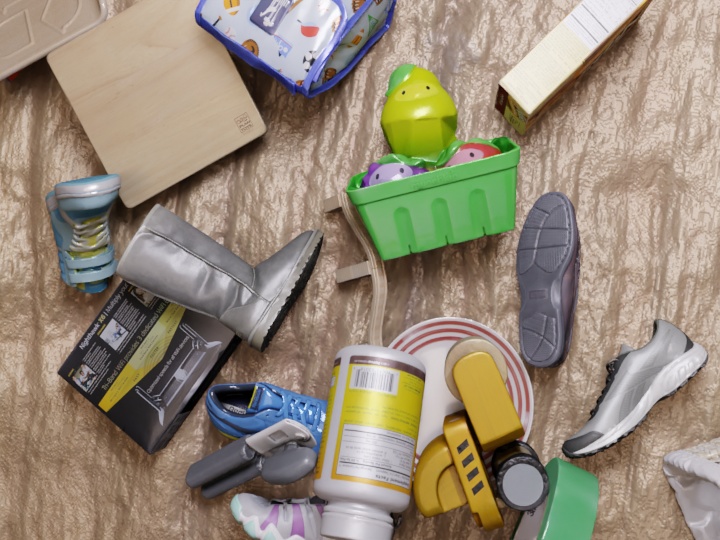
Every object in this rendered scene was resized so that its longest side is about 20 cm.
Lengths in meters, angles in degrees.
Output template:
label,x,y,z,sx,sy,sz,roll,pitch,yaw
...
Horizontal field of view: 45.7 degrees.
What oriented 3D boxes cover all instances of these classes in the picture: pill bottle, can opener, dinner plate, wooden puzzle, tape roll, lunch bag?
label,x,y,z,sx,sy,sz,roll,pitch,yaw
pill bottle,0.009,0.193,0.940,0.106,0.110,0.205,8,71,7
can opener,-0.130,0.223,0.985,0.198,0.067,0.053,-28,121,35
dinner plate,0.107,0.158,1.019,0.195,0.024,0.206,0,87,6
wooden puzzle,-0.404,-0.327,1.069,0.197,0.046,0.188,-28,60,9
tape roll,0.193,0.304,0.913,0.047,0.200,0.204,23,90,7
lunch bag,-0.069,-0.306,0.979,0.168,0.125,0.201,34,62,9

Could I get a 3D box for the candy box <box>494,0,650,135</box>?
label,x,y,z,sx,sy,sz,roll,pitch,yaw
candy box,0.243,-0.253,0.977,0.200,0.115,0.055,-45,84,3

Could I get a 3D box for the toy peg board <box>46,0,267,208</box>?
label,x,y,z,sx,sy,sz,roll,pitch,yaw
toy peg board,-0.241,-0.217,1.055,0.197,0.098,0.202,-27,100,3

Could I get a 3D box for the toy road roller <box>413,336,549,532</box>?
label,x,y,z,sx,sy,sz,roll,pitch,yaw
toy road roller,0.114,0.186,0.944,0.143,0.123,0.204,-21,85,5

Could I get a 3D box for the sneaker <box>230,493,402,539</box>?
label,x,y,z,sx,sy,sz,roll,pitch,yaw
sneaker,-0.044,0.273,1.010,0.197,0.078,0.142,27,89,-2

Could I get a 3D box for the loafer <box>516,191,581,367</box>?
label,x,y,z,sx,sy,sz,roll,pitch,yaw
loafer,0.224,0.013,1.004,0.071,0.062,0.205,1,82,37

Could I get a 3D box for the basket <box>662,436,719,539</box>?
label,x,y,z,sx,sy,sz,roll,pitch,yaw
basket,0.447,0.268,0.891,0.158,0.198,0.204,-24,84,1

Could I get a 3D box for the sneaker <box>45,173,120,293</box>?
label,x,y,z,sx,sy,sz,roll,pitch,yaw
sneaker,-0.317,-0.041,1.010,0.078,0.199,0.134,-13,94,-25

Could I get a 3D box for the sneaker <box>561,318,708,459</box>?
label,x,y,z,sx,sy,sz,roll,pitch,yaw
sneaker,0.302,0.140,0.980,0.200,0.074,0.080,-42,74,-3

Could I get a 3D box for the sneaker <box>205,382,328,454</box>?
label,x,y,z,sx,sy,sz,roll,pitch,yaw
sneaker,-0.088,0.172,1.007,0.195,0.079,0.067,8,57,7

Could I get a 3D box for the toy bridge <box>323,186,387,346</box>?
label,x,y,z,sx,sy,sz,roll,pitch,yaw
toy bridge,0.000,0.000,1.020,0.066,0.027,0.205,-15,85,48

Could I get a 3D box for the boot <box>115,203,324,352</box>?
label,x,y,z,sx,sy,sz,roll,pitch,yaw
boot,-0.162,-0.018,1.013,0.197,0.073,0.183,29,61,9

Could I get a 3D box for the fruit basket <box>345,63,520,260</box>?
label,x,y,z,sx,sy,sz,roll,pitch,yaw
fruit basket,0.078,-0.137,0.986,0.210,0.156,0.221,1,104,2

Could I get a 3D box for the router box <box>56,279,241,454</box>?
label,x,y,z,sx,sy,sz,roll,pitch,yaw
router box,-0.250,0.094,1.049,0.156,0.052,0.201,38,92,7
